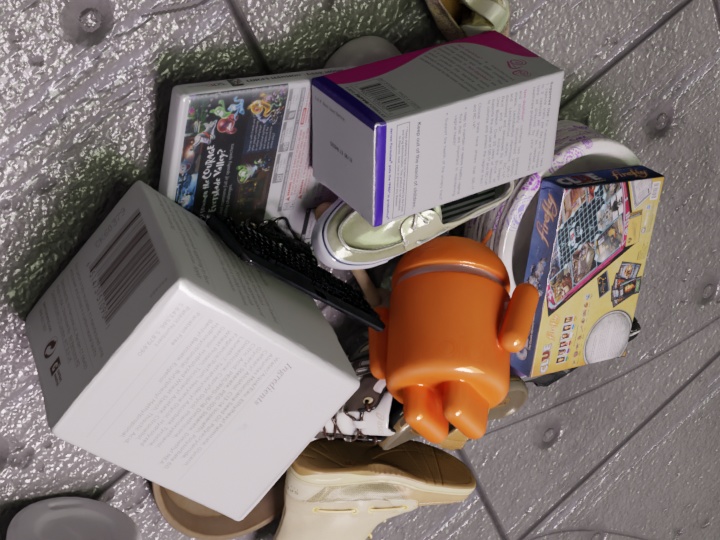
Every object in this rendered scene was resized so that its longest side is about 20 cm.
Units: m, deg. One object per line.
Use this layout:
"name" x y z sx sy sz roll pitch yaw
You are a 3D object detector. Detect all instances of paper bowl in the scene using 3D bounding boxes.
"paper bowl" 0.190 -0.055 1.401 0.200 0.104 0.202 -18 124 -29

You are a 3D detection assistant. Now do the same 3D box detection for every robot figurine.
"robot figurine" 0.084 0.054 1.263 0.116 0.144 0.201 15 61 -20

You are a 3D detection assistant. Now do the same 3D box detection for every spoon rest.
"spoon rest" 0.026 -0.125 1.279 0.099 0.061 0.201 -38 118 -16

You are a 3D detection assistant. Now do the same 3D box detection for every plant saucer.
"plant saucer" -0.118 0.170 1.335 0.199 0.029 0.201 -19 124 -30

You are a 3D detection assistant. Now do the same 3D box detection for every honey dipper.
"honey dipper" 0.000 0.000 1.309 0.038 0.038 0.200 -42 141 -12

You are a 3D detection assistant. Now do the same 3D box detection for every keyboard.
"keyboard" -0.053 -0.013 1.197 0.040 0.104 0.200 -53 138 5

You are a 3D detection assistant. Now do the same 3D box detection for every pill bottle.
"pill bottle" -0.268 0.319 1.237 0.119 0.120 0.201 -4 116 -36

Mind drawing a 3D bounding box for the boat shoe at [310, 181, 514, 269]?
"boat shoe" 0.048 -0.057 1.228 0.199 0.062 0.072 -24 92 -28

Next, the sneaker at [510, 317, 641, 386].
"sneaker" 0.220 0.083 1.535 0.199 0.076 0.088 -6 132 -31

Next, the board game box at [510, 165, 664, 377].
"board game box" 0.224 0.000 1.362 0.135 0.035 0.201 -8 118 -34

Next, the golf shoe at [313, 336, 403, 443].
"golf shoe" -0.019 0.129 1.304 0.199 0.094 0.078 -28 130 -16

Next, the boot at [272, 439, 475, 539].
"boot" 0.007 0.252 1.391 0.199 0.073 0.156 5 117 -23

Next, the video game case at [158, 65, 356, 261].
"video game case" -0.093 -0.079 1.201 0.181 0.023 0.201 -12 132 -33

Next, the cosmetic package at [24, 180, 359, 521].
"cosmetic package" -0.141 0.067 1.133 0.200 0.165 0.165 34 104 -34

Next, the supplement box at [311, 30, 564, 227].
"supplement box" 0.067 -0.128 1.192 0.199 0.101 0.104 -20 130 -27

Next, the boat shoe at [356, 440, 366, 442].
"boat shoe" 0.014 0.199 1.433 0.067 0.057 0.201 -13 121 -32

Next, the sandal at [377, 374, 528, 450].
"sandal" 0.105 0.152 1.395 0.199 0.054 0.080 -6 145 -41

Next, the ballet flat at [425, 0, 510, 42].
"ballet flat" 0.093 -0.251 1.244 0.200 0.067 0.068 37 86 -44
